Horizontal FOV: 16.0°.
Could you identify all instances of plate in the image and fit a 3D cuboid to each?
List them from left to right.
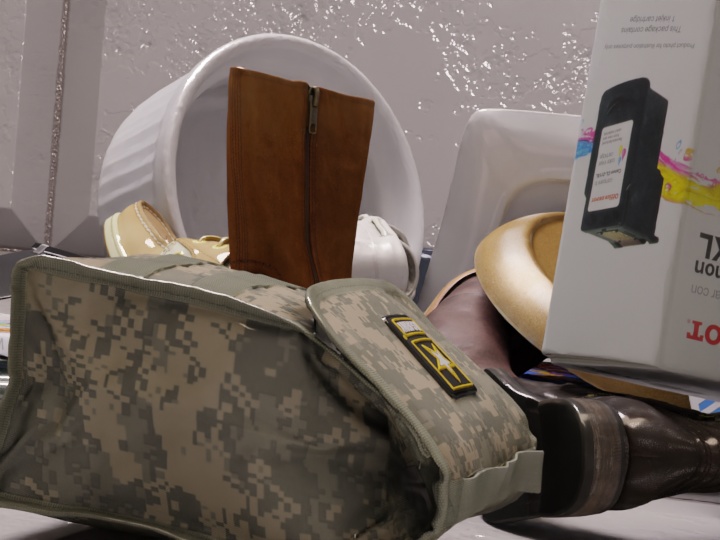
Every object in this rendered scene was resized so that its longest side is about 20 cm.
[{"bbox_3d":[0.144,-0.009,1.581,0.199,0.200,0.032,4,43,-11],"label":"plate"}]

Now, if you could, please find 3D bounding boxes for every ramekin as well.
[{"bbox_3d":[-0.065,-0.037,1.577,0.200,0.202,0.097,3,-12,-39],"label":"ramekin"}]

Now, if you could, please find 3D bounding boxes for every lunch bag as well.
[{"bbox_3d":[-0.031,0.058,1.046,0.199,0.118,0.164,12,4,15],"label":"lunch bag"}]

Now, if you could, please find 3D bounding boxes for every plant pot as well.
[{"bbox_3d":[0.160,0.021,1.457,0.199,0.028,0.200,20,26,-10],"label":"plant pot"}]

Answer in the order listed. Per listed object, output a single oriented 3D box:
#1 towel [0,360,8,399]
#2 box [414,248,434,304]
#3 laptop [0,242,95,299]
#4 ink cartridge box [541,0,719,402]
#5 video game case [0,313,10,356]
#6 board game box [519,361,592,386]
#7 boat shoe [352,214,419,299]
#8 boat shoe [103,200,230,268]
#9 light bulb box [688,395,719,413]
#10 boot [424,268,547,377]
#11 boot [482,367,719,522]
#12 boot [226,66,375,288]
[{"bbox_3d":[-0.231,0.069,1.497,0.148,0.031,0.200,7,0,-10],"label":"towel"},{"bbox_3d":[-0.007,0.034,1.743,0.199,0.108,0.148,8,3,41],"label":"box"},{"bbox_3d":[-0.190,0.049,1.528,0.200,0.116,0.187,49,-13,-19],"label":"laptop"},{"bbox_3d":[0.177,-0.042,1.187,0.145,0.201,0.083,13,-5,-37],"label":"ink cartridge box"},{"bbox_3d":[-0.273,0.048,1.947,0.199,0.018,0.143,7,2,43],"label":"video game case"},{"bbox_3d":[0.153,0.087,1.540,0.134,0.045,0.200,4,2,-13],"label":"board game box"},{"bbox_3d":[0.000,0.000,1.437,0.065,0.072,0.200,-4,-5,0],"label":"boat shoe"},{"bbox_3d":[-0.076,0.020,1.407,0.074,0.066,0.200,37,11,-49],"label":"boat shoe"},{"bbox_3d":[0.261,-0.010,1.297,0.124,0.199,0.200,11,-34,-37],"label":"light bulb box"},{"bbox_3d":[0.067,0.059,1.423,0.199,0.073,0.166,-20,17,-17],"label":"boot"},{"bbox_3d":[0.152,0.085,1.174,0.173,0.070,0.200,2,3,-16],"label":"boot"},{"bbox_3d":[-0.055,0.002,1.249,0.068,0.201,0.188,7,3,41],"label":"boot"}]
